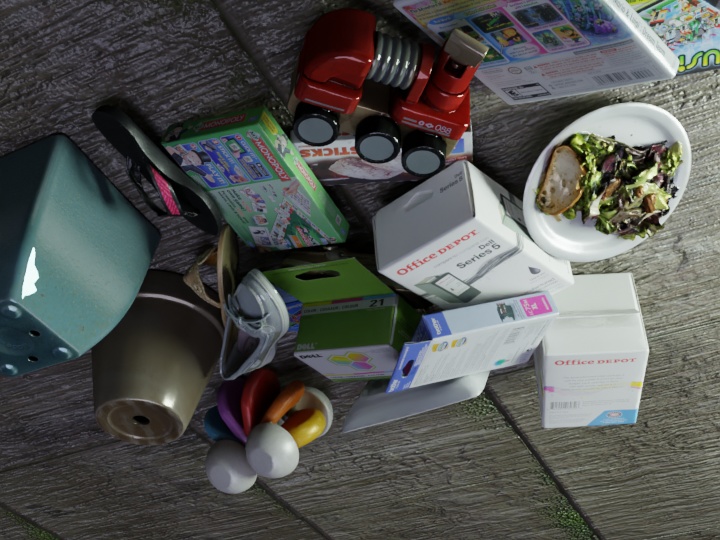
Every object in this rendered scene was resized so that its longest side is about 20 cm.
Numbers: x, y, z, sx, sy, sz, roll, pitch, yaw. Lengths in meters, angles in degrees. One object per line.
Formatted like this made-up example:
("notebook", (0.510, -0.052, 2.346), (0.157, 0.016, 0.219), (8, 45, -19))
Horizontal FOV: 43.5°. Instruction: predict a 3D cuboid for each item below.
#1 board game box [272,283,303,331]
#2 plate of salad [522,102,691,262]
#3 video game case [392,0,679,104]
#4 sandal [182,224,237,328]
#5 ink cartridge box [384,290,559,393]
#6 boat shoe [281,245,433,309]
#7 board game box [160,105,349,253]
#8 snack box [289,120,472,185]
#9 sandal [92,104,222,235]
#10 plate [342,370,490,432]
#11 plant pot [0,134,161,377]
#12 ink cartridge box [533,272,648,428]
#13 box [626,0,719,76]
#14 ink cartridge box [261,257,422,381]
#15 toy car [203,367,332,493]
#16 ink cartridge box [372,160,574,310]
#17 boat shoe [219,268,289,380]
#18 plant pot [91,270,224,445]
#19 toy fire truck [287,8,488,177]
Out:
("board game box", (-0.044, 0.048, 1.220), (0.198, 0.020, 0.103), (4, 139, -2))
("plate of salad", (0.275, -0.087, 0.988), (0.198, 0.048, 0.202), (-8, 126, -11))
("video game case", (0.155, -0.216, 0.815), (0.181, 0.024, 0.199), (31, 163, -34))
("sandal", (-0.191, 0.019, 1.153), (0.069, 0.078, 0.212), (6, 147, 6))
("ink cartridge box", (0.125, 0.085, 1.071), (0.198, 0.042, 0.120), (-12, 149, -19))
("boat shoe", (0.001, -0.001, 1.140), (0.198, 0.064, 0.073), (8, 155, 4))
("board game box", (-0.115, -0.096, 1.026), (0.133, 0.029, 0.200), (-6, 141, 28))
("snack box", (0.025, -0.130, 1.001), (0.198, 0.025, 0.072), (-3, 143, 6))
("sandal", (-0.234, -0.101, 1.018), (0.075, 0.045, 0.200), (1, 144, 43))
("plate", (0.083, 0.138, 1.214), (0.198, 0.200, 0.033), (-19, 101, 23))
("plant pot", (-0.379, 0.004, 1.047), (0.195, 0.201, 0.196), (-16, 137, 22))
("ink cartridge box", (0.296, 0.099, 1.179), (0.127, 0.126, 0.201), (-3, 139, 6))
("box", (0.290, -0.236, 0.857), (0.198, 0.035, 0.110), (-9, 139, 13))
("ink cartridge box", (-0.022, 0.067, 1.123), (0.147, 0.076, 0.200), (-8, 151, 31))
("toy car", (-0.152, 0.224, 1.347), (0.199, 0.175, 0.151), (-26, 98, 30))
("ink cartridge box", (0.132, -0.023, 1.058), (0.145, 0.085, 0.199), (-30, 138, 33))
("boat shoe", (-0.139, 0.073, 1.120), (0.074, 0.065, 0.202), (46, 149, 14))
("plant pot", (-0.279, 0.128, 1.208), (0.198, 0.175, 0.201), (1, 139, 1))
("toy fire truck", (0.036, -0.187, 0.841), (0.174, 0.130, 0.200), (15, 143, -13))
